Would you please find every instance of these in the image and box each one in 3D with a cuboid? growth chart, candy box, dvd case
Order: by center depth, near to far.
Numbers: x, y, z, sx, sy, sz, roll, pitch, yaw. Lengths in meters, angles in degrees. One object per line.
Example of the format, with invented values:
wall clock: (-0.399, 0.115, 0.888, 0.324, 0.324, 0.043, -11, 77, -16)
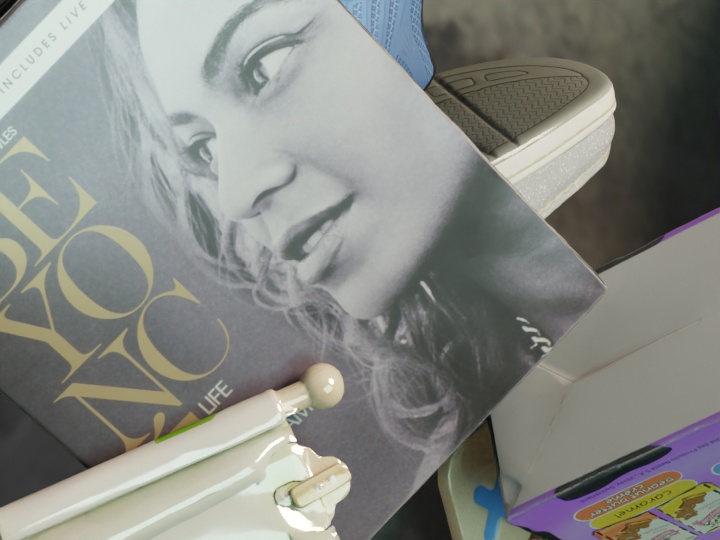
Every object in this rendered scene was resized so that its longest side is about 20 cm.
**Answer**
dvd case: (-0.039, -0.005, 0.751, 0.149, 0.016, 0.200, -46, 116, -1)
growth chart: (-0.046, 0.143, 0.752, 0.144, 0.018, 0.201, -18, 96, -10)
candy box: (0.164, 0.047, 0.848, 0.200, 0.167, 0.072, 28, 43, -46)

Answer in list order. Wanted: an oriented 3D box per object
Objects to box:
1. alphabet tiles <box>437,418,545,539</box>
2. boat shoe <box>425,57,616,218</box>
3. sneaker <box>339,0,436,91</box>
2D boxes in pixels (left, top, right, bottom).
alphabet tiles: (0.083, 0.120, 0.909, 0.200, 0.015, 0.196, -37, 121, -39)
boat shoe: (0.000, 0.001, 0.822, 0.202, 0.074, 0.065, -37, 125, -17)
sneaker: (-0.021, -0.128, 0.779, 0.089, 0.078, 0.201, -32, 126, -32)
